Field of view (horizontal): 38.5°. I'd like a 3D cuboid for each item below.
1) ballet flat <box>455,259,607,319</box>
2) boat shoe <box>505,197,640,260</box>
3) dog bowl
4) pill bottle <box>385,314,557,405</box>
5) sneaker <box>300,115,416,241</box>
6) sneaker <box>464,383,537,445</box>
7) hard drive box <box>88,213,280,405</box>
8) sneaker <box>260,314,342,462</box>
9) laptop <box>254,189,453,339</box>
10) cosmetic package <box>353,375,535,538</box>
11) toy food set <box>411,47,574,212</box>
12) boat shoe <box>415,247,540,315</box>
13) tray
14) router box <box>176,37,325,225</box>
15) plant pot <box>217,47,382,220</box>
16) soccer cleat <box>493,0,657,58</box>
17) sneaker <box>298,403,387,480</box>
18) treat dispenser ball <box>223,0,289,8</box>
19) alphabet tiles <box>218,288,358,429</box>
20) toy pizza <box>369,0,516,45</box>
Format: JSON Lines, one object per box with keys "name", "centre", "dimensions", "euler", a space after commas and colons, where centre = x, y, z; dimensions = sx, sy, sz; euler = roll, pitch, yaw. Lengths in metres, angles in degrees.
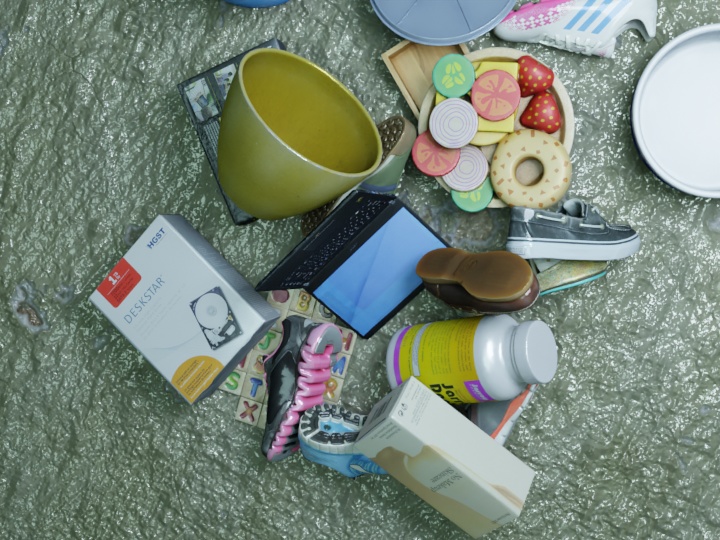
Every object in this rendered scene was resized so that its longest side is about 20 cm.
{"name": "ballet flat", "centre": [0.207, 0.011, 1.289], "dimensions": [0.198, 0.071, 0.071], "euler": [-23, 90, 14]}
{"name": "boat shoe", "centre": [0.260, -0.050, 1.227], "dimensions": [0.198, 0.072, 0.072], "euler": [-3, 98, -34]}
{"name": "dog bowl", "centre": [0.424, -0.188, 1.229], "dimensions": [0.198, 0.079, 0.203], "euler": [1, 95, 11]}
{"name": "pill bottle", "centre": [0.135, 0.109, 1.255], "dimensions": [0.198, 0.104, 0.106], "euler": [-12, 92, 39]}
{"name": "sneaker", "centre": [0.017, -0.103, 1.302], "dimensions": [0.089, 0.067, 0.200], "euler": [27, 118, -36]}
{"name": "sneaker", "centre": [0.173, 0.154, 1.305], "dimensions": [0.081, 0.077, 0.201], "euler": [31, 98, 13]}
{"name": "hard drive box", "centre": [-0.232, 0.050, 1.365], "dimensions": [0.200, 0.077, 0.156], "euler": [43, 101, 7]}
{"name": "sneaker", "centre": [-0.096, 0.151, 1.356], "dimensions": [0.095, 0.079, 0.202], "euler": [25, 98, 29]}
{"name": "laptop", "centre": [0.000, 0.000, 1.260], "dimensions": [0.177, 0.200, 0.104], "euler": [-43, 75, 17]}
{"name": "cosmetic package", "centre": [0.102, 0.231, 1.258], "dimensions": [0.199, 0.071, 0.105], "euler": [37, 139, -5]}
{"name": "toy food set", "centre": [0.162, -0.171, 1.258], "dimensions": [0.195, 0.049, 0.203], "euler": [3, 95, 10]}
{"name": "boat shoe", "centre": [0.146, 0.018, 1.212], "dimensions": [0.070, 0.199, 0.071], "euler": [-46, 117, -15]}
{"name": "tray", "centre": [0.119, -0.210, 1.305], "dimensions": [0.098, 0.037, 0.201], "euler": [-30, 89, 11]}
{"name": "router box", "centre": [-0.132, -0.179, 1.345], "dimensions": [0.148, 0.051, 0.202], "euler": [-23, 90, 9]}
{"name": "plant pot", "centre": [-0.094, -0.143, 1.235], "dimensions": [0.200, 0.200, 0.142], "euler": [45, 124, 4]}
{"name": "soccer cleat", "centre": [0.263, -0.295, 1.254], "dimensions": [0.198, 0.070, 0.087], "euler": [-12, 92, 11]}
{"name": "sneaker", "centre": [0.013, 0.232, 1.348], "dimensions": [0.198, 0.079, 0.090], "euler": [14, 138, -3]}
{"name": "treat dispenser ball", "centre": [-0.128, -0.423, 1.250], "dimensions": [0.198, 0.201, 0.204], "euler": [1, 94, 10]}
{"name": "alphabet tiles", "centre": [-0.098, 0.121, 1.384], "dimensions": [0.165, 0.006, 0.202], "euler": [17, 97, 9]}
{"name": "toy pizza", "centre": [0.105, -0.367, 1.279], "dimensions": [0.198, 0.032, 0.203], "euler": [-3, 74, 9]}
